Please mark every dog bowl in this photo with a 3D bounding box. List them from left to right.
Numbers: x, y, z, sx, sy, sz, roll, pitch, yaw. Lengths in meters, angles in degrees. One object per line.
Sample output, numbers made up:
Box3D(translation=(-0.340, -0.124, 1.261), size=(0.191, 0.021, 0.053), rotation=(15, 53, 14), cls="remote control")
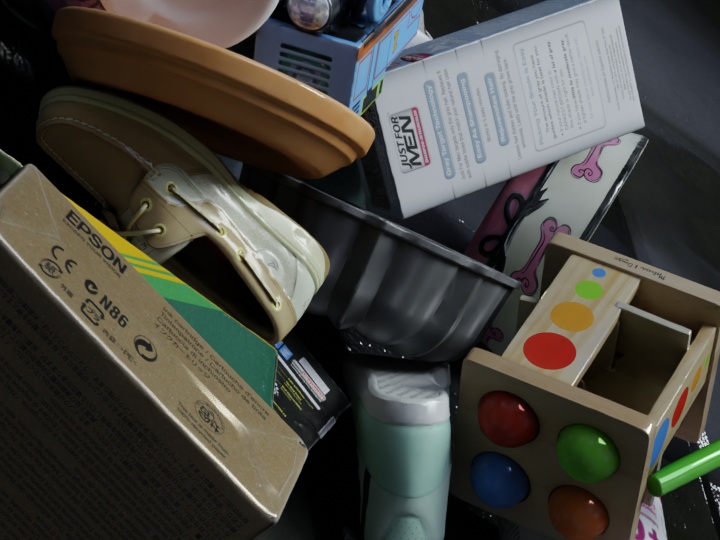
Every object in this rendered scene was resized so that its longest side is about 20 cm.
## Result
Box3D(translation=(0.133, -0.031, 1.502), size=(0.073, 0.201, 0.200), rotation=(31, 28, 5), cls="dog bowl")

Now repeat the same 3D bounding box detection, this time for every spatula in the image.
Box3D(translation=(-0.219, -0.170, 1.303), size=(0.199, 0.021, 0.057), rotation=(31, 12, -41), cls="spatula")

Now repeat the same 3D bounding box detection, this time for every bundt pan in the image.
Box3D(translation=(0.000, 0.000, 1.307), size=(0.200, 0.076, 0.202), rotation=(24, 3, -1), cls="bundt pan")

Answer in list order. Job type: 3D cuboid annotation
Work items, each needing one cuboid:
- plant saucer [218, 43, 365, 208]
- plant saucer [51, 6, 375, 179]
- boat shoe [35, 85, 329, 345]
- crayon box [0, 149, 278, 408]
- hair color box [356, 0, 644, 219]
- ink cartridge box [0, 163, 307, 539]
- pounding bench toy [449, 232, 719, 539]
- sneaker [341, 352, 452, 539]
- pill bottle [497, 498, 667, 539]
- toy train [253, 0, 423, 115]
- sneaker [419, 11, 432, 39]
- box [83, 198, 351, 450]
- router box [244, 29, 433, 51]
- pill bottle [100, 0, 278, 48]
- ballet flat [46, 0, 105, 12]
Box3D(translation=(-0.056, -0.096, 1.444), size=(0.200, 0.039, 0.202), rotation=(36, 33, -27), cls="plant saucer")
Box3D(translation=(-0.089, -0.098, 1.172), size=(0.198, 0.038, 0.200), rotation=(20, -4, 2), cls="plant saucer")
Box3D(translation=(-0.107, -0.030, 1.162), size=(0.199, 0.074, 0.067), rotation=(34, 58, -16), cls="boat shoe")
Box3D(translation=(-0.158, 0.038, 1.050), size=(0.200, 0.125, 0.052), rotation=(38, 32, -24), cls="crayon box")
Box3D(translation=(0.090, -0.116, 1.380), size=(0.199, 0.061, 0.100), rotation=(-21, 107, -22), cls="hair color box")
Box3D(translation=(-0.152, 0.077, 0.971), size=(0.200, 0.164, 0.075), rotation=(47, 26, -11), cls="ink cartridge box")
Box3D(translation=(0.174, 0.098, 1.268), size=(0.199, 0.125, 0.156), rotation=(21, 45, 19), cls="pounding bench toy")
Box3D(translation=(0.021, 0.121, 1.302), size=(0.073, 0.120, 0.200), rotation=(4, 8, 0), cls="sneaker")
Box3D(translation=(0.150, 0.221, 1.309), size=(0.113, 0.113, 0.201), rotation=(35, 33, -28), cls="pill bottle")
Box3D(translation=(-0.003, -0.175, 1.274), size=(0.086, 0.115, 0.200), rotation=(18, 32, 12), cls="toy train")
Box3D(translation=(0.034, -0.163, 1.607), size=(0.199, 0.088, 0.075), rotation=(33, 32, -34), cls="sneaker")
Box3D(translation=(-0.107, 0.045, 1.199), size=(0.200, 0.049, 0.160), rotation=(51, 26, -3), cls="box")
Box3D(translation=(-0.027, -0.171, 1.449), size=(0.199, 0.049, 0.179), rotation=(34, -6, -25), cls="router box")
Box3D(translation=(-0.099, -0.230, 1.210), size=(0.113, 0.114, 0.201), rotation=(36, 30, -27), cls="pill bottle")
Box3D(translation=(-0.203, -0.214, 1.256), size=(0.200, 0.069, 0.071), rotation=(41, -15, 32), cls="ballet flat")
